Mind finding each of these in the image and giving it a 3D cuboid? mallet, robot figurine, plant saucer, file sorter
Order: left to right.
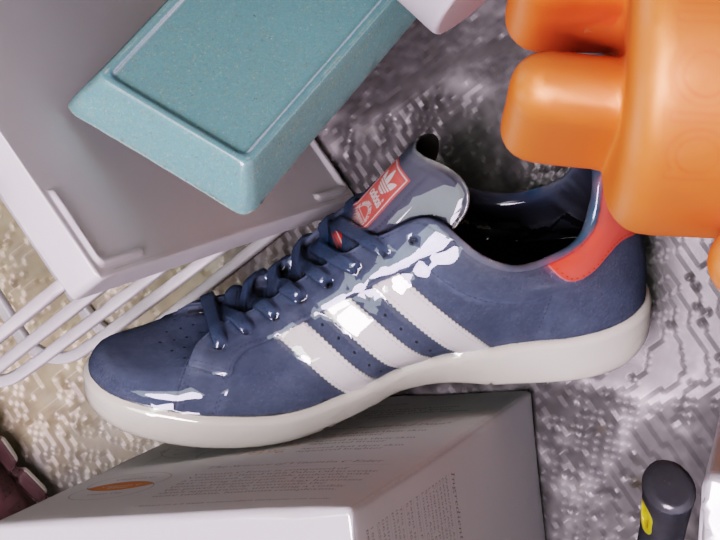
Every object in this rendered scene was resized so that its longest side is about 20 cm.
[{"bbox_3d":[-0.122,-0.036,0.849,0.124,0.200,0.139,-37,84,24],"label":"file sorter"},{"bbox_3d":[-0.012,-0.101,0.815,0.070,0.200,0.019,31,143,11],"label":"plant saucer"},{"bbox_3d":[0.089,0.117,0.812,0.041,0.066,0.200,-13,136,-10],"label":"mallet"},{"bbox_3d":[0.146,-0.063,0.779,0.199,0.144,0.117,2,128,0],"label":"robot figurine"}]

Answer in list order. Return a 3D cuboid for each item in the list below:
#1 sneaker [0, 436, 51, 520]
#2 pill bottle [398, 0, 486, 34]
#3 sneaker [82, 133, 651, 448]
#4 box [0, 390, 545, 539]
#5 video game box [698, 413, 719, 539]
[{"bbox_3d":[-0.163,0.104,0.921,0.076,0.115,0.200,-40,82,19],"label":"sneaker"},{"bbox_3d":[-0.018,-0.174,0.777,0.200,0.111,0.111,46,108,4],"label":"pill bottle"},{"bbox_3d":[0.000,0.000,0.838,0.199,0.075,0.085,-12,121,-9],"label":"sneaker"},{"bbox_3d":[-0.021,0.108,0.826,0.124,0.200,0.098,-5,96,20],"label":"box"},{"bbox_3d":[0.128,0.135,0.777,0.047,0.200,0.183,6,99,10],"label":"video game box"}]
